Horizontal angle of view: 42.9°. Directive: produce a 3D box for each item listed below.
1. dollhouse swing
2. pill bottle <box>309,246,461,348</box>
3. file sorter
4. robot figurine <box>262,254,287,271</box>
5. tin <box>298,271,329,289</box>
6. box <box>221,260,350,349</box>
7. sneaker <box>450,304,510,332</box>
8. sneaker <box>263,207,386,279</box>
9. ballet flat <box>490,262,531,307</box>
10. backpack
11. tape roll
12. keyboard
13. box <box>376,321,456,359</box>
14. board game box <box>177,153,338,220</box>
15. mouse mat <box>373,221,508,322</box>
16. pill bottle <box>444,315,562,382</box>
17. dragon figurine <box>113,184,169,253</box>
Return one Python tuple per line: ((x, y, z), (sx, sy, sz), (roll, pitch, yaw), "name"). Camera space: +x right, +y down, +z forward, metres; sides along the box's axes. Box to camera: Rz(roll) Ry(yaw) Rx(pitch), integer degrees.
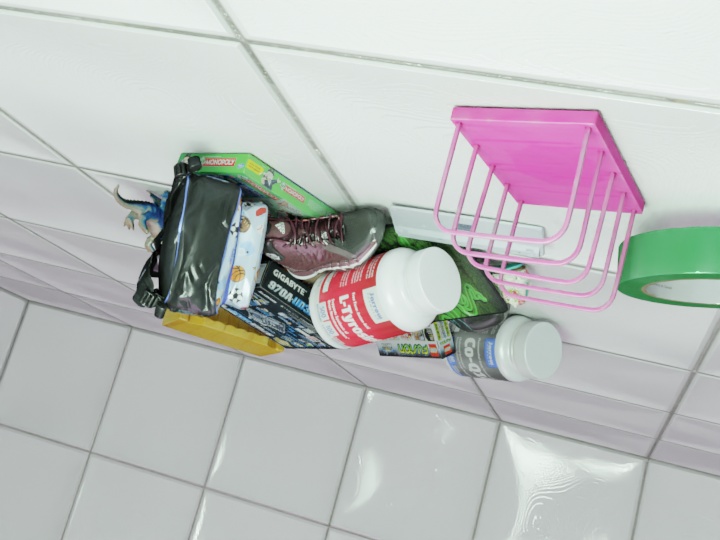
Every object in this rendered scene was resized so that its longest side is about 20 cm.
((-0.234, 0.043, 1.674), (0.198, 0.178, 0.181), (21, 163, -22), "dollhouse swing")
((0.033, 0.034, 1.231), (0.112, 0.113, 0.199), (26, 149, -37), "pill bottle")
((0.171, -0.052, 0.876), (0.138, 0.127, 0.200), (8, 165, 31), "file sorter")
((-0.125, -0.028, 1.433), (0.143, 0.059, 0.200), (8, 177, 7), "robot figurine")
((0.000, 0.000, 1.354), (0.198, 0.042, 0.112), (-16, 157, 21), "tin")
((-0.123, 0.057, 1.382), (0.158, 0.046, 0.200), (-5, 147, 46), "box")
((0.140, 0.047, 1.448), (0.198, 0.076, 0.079), (6, 162, 36), "sneaker")
((-0.066, -0.044, 1.215), (0.115, 0.076, 0.199), (23, 148, -36), "sneaker")
((0.160, 0.025, 1.318), (0.075, 0.065, 0.199), (-20, -167, -37), "ballet flat")
((-0.205, -0.032, 1.200), (0.153, 0.202, 0.190), (17, 177, -21), "backpack")
((0.370, 0.001, 0.954), (0.198, 0.049, 0.200), (6, 170, 1), "tape roll")
((0.133, -0.050, 1.154), (0.198, 0.011, 0.057), (10, 142, 20), "keyboard")
((0.087, 0.102, 1.667), (0.034, 0.111, 0.199), (-21, -171, -31), "box")
((-0.137, -0.104, 1.252), (0.134, 0.029, 0.200), (5, 163, 38), "board game box")
((0.095, 0.004, 1.260), (0.160, 0.008, 0.200), (-10, 134, 37), "mouse mat")
((0.245, 0.134, 1.592), (0.113, 0.115, 0.199), (24, 164, -33), "pill bottle")
((-0.318, -0.092, 1.454), (0.058, 0.100, 0.200), (7, 145, 41), "dragon figurine")
